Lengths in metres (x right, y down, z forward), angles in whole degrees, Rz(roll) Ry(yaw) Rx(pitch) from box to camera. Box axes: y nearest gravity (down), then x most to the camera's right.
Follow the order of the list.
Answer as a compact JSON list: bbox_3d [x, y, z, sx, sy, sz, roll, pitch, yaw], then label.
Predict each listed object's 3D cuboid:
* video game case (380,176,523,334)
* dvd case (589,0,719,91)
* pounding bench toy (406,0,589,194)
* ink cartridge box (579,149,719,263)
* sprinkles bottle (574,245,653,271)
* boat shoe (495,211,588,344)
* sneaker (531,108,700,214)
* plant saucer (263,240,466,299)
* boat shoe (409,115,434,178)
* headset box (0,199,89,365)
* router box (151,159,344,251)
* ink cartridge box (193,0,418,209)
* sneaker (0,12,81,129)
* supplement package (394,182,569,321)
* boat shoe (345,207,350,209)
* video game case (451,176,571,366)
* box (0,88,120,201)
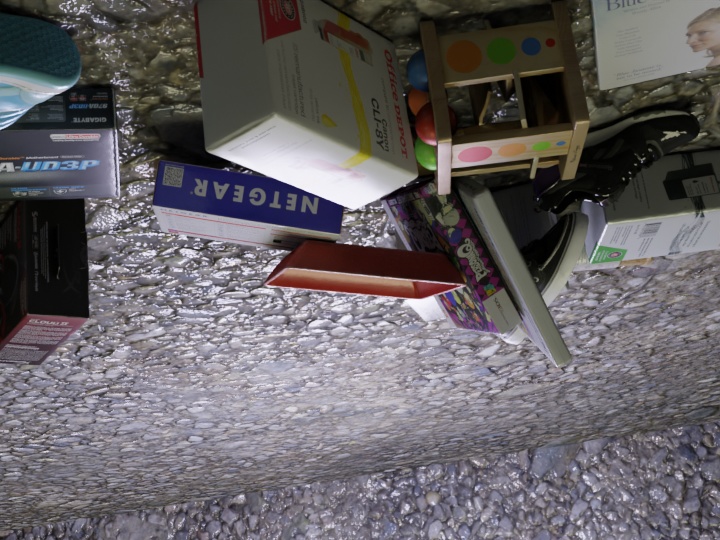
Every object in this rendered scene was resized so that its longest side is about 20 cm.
[{"bbox_3d":[0.099,-0.016,1.340,0.036,0.183,0.200,-31,-174,-10],"label":"video game case"},{"bbox_3d":[0.292,-0.237,1.122,0.140,0.018,0.200,-11,159,11],"label":"dvd case"},{"bbox_3d":[0.126,-0.146,1.150,0.153,0.126,0.200,-8,160,1],"label":"pounding bench toy"},{"bbox_3d":[0.388,-0.080,1.482,0.197,0.084,0.147,-6,160,-1],"label":"ink cartridge box"},{"bbox_3d":[0.298,-0.032,1.600,0.197,0.069,0.068,-5,160,-8],"label":"sprinkles bottle"},{"bbox_3d":[0.198,0.004,1.386,0.065,0.070,0.201,22,132,-8],"label":"boat shoe"},{"bbox_3d":[0.294,-0.116,1.343,0.197,0.089,0.076,-16,158,21],"label":"sneaker"},{"bbox_3d":[0.000,0.000,1.322,0.197,0.037,0.200,5,173,-11],"label":"plant saucer"},{"bbox_3d":[0.070,-0.134,1.251,0.072,0.066,0.199,-10,180,24],"label":"boat shoe"},{"bbox_3d":[-0.373,0.008,1.351,0.074,0.151,0.199,6,157,-32],"label":"headset box"},{"bbox_3d":[-0.120,-0.064,1.274,0.197,0.050,0.179,9,173,-6],"label":"router box"},{"bbox_3d":[-0.045,-0.156,1.035,0.083,0.147,0.199,-22,156,32],"label":"ink cartridge box"},{"bbox_3d":[-0.350,-0.168,0.988,0.198,0.081,0.130,13,150,-43],"label":"sneaker"},{"bbox_3d":[0.155,-0.022,1.506,0.197,0.119,0.117,-13,161,15],"label":"supplement package"},{"bbox_3d":[-0.027,-0.114,1.252,0.065,0.075,0.200,0,159,-7],"label":"boat shoe"},{"bbox_3d":[0.156,-0.007,1.270,0.022,0.202,0.182,-28,-168,0],"label":"video game case"},{"bbox_3d":[-0.338,-0.121,1.164,0.197,0.047,0.159,-2,159,-12],"label":"box"}]
